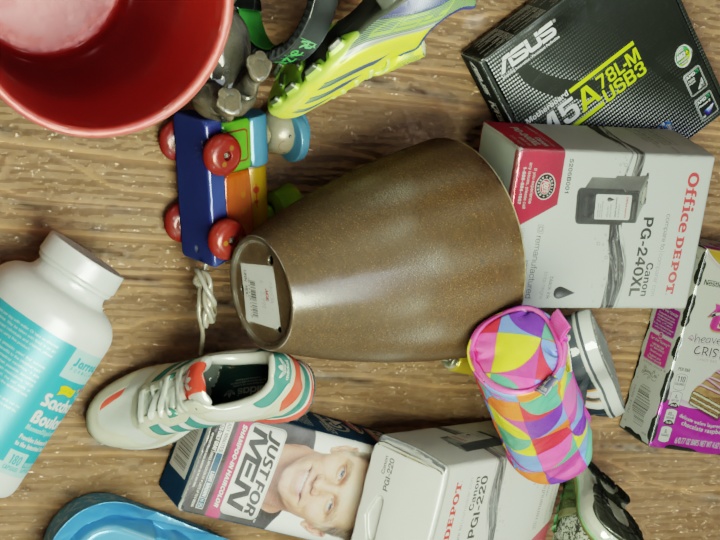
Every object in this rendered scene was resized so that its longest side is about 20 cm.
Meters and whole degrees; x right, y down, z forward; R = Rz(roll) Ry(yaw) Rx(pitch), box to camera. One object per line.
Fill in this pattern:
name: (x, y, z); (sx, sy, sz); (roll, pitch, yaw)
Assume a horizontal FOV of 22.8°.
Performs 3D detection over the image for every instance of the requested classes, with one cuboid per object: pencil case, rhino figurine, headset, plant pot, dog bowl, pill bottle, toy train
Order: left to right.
pill bottle: (-0.271, 0.071, 1.418); (0.110, 0.111, 0.201); (33, 91, -29)
plant pot: (-0.215, -0.212, 1.320); (0.199, 0.177, 0.202); (-8, 109, -22)
dog bowl: (-0.187, 0.258, 1.550); (0.199, 0.050, 0.112); (25, 94, -28)
rhino figurine: (-0.121, -0.210, 1.400); (0.059, 0.087, 0.202); (-12, 85, -19)
toy train: (-0.096, -0.039, 1.491); (0.115, 0.084, 0.202); (-15, 112, -35)
headset: (-0.052, -0.263, 1.423); (0.093, 0.123, 0.202); (1, 81, -37)
plant pot: (0.000, 0.000, 1.459); (0.199, 0.186, 0.189); (-13, 111, -34)
pencil case: (0.146, 0.106, 1.487); (0.088, 0.088, 0.200); (-39, 150, -10)

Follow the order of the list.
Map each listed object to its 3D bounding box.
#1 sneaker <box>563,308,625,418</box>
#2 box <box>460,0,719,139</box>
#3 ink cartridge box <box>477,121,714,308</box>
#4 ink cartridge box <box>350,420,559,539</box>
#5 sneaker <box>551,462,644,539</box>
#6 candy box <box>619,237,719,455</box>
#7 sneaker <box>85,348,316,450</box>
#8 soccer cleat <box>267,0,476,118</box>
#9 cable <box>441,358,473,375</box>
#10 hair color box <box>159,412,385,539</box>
sneaker: (0.191, 0.089, 1.635); (0.079, 0.079, 0.200); (-17, 155, 11)
box: (0.214, -0.171, 1.608); (0.199, 0.047, 0.194); (-36, 121, -11)
ink cartridge box: (0.199, -0.047, 1.570); (0.198, 0.083, 0.146); (0, 109, -22)
ink cartridge box: (0.088, 0.219, 1.606); (0.199, 0.084, 0.147); (0, 107, -50)
sneaker: (0.198, 0.229, 1.651); (0.077, 0.200, 0.089); (44, 100, -6)
candy box: (0.346, 0.076, 1.737); (0.135, 0.061, 0.202); (9, 101, -26)
sneaker: (-0.141, 0.096, 1.460); (0.198, 0.093, 0.071); (-9, 70, 12)
soccer cleat: (0.007, -0.175, 1.421); (0.083, 0.065, 0.200); (32, 123, -33)
cable: (0.145, 0.079, 1.669); (0.200, 0.050, 0.098); (37, 71, -41)
hair color box: (-0.066, 0.176, 1.575); (0.199, 0.060, 0.101); (17, 98, -29)
